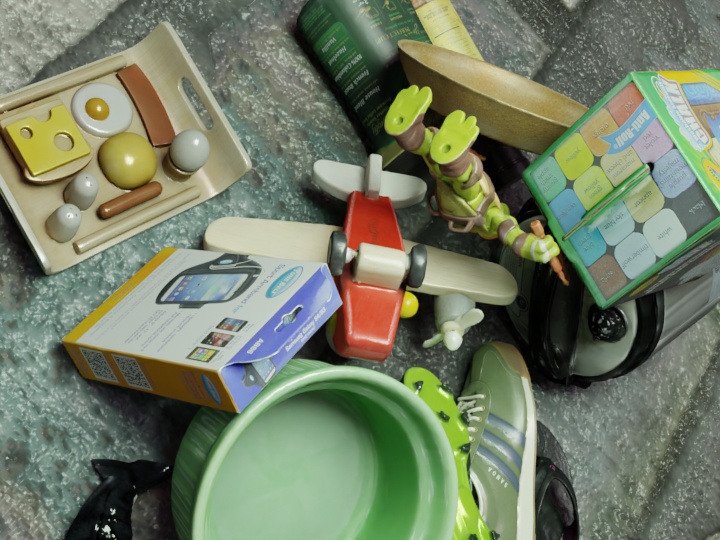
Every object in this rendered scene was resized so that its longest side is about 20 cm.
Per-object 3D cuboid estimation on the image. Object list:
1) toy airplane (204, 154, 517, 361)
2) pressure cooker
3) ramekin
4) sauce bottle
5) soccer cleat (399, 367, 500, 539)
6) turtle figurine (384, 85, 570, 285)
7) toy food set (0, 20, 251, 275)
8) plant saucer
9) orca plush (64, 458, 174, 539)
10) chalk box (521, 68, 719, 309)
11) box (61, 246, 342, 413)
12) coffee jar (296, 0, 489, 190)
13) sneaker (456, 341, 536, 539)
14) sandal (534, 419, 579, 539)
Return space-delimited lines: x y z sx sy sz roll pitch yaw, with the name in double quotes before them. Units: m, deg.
"toy airplane" 0.000 0.000 0.910 0.199 0.143 0.198 32 35 32
"pressure cooker" 0.218 -0.001 1.008 0.199 0.178 0.178 -29 89 -37
"ramekin" -0.038 0.159 0.794 0.197 0.097 0.204 -4 98 -26
"sauce bottle" 0.098 -0.172 1.079 0.065 0.066 0.202 -27 88 -36
"soccer cleat" 0.056 0.172 0.868 0.067 0.081 0.203 12 50 -39
"turtle figurine" 0.075 -0.070 0.859 0.161 0.064 0.201 47 7 -50
"toy food set" -0.196 -0.102 0.871 0.199 0.060 0.145 -30 87 -37
"plant saucer" 0.116 -0.137 0.932 0.197 0.036 0.201 20 18 -7
"orca plush" -0.163 0.219 0.749 0.104 0.071 0.202 31 57 -17
"chalk box" 0.212 -0.061 0.821 0.198 0.124 0.125 -10 66 -47
"box" -0.106 0.038 0.789 0.119 0.198 0.042 -46 128 -35
"coffee jar" 0.032 -0.169 1.022 0.104 0.085 0.202 -26 84 -43
"sneaker" 0.094 0.151 0.935 0.089 0.067 0.204 13 66 -30
"sandal" 0.161 0.224 0.958 0.074 0.048 0.204 12 65 -26
